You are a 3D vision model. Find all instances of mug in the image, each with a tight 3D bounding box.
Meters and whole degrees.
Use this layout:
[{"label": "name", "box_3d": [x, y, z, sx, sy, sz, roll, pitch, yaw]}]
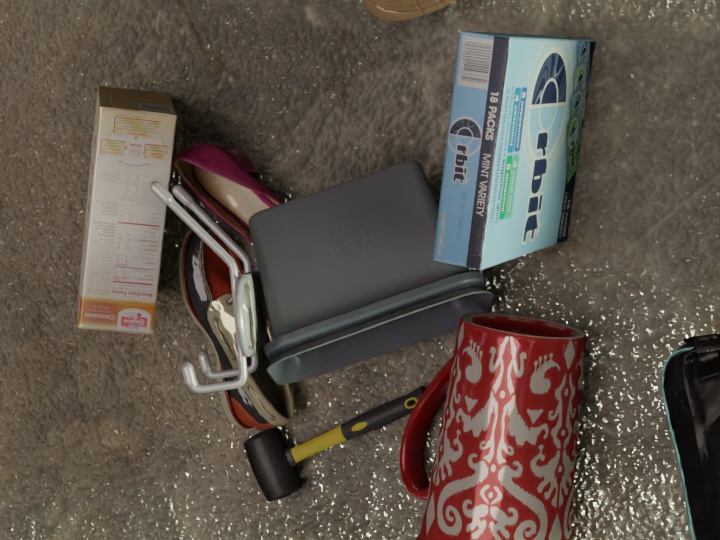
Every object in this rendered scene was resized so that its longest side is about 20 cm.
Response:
[{"label": "mug", "box_3d": [0.104, 0.141, 1.242, 0.175, 0.133, 0.203, 10, 99, 21]}]

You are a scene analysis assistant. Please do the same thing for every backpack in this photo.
[{"label": "backpack", "box_3d": [0.330, 0.143, 1.104, 0.174, 0.153, 0.203, -10, 83, 31]}]

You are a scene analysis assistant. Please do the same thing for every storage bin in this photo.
[{"label": "storage bin", "box_3d": [0.000, 0.000, 1.269, 0.198, 0.146, 0.136, -18, 76, 0]}]

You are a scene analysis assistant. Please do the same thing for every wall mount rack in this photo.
[{"label": "wall mount rack", "box_3d": [-0.125, 0.010, 1.252, 0.074, 0.200, 0.176, -6, 92, 1]}]

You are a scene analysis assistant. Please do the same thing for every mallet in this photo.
[{"label": "mallet", "box_3d": [-0.025, 0.145, 1.367, 0.199, 0.041, 0.066, -34, 84, 24]}]

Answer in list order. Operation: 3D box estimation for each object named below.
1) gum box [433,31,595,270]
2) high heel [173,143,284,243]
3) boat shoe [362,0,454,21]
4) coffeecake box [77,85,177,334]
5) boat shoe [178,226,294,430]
[{"label": "gum box", "box_3d": [0.124, -0.099, 1.156, 0.044, 0.199, 0.172, 12, 103, 26]}, {"label": "high heel", "box_3d": [-0.087, -0.040, 1.338, 0.067, 0.096, 0.201, -44, 76, 26]}, {"label": "boat shoe", "box_3d": [0.087, -0.281, 1.229, 0.199, 0.065, 0.072, -36, 101, 25]}, {"label": "coffeecake box", "box_3d": [-0.220, -0.059, 1.370, 0.072, 0.154, 0.203, 5, 103, -12]}, {"label": "boat shoe", "box_3d": [-0.113, 0.053, 1.375, 0.062, 0.071, 0.202, -9, 99, 47]}]
